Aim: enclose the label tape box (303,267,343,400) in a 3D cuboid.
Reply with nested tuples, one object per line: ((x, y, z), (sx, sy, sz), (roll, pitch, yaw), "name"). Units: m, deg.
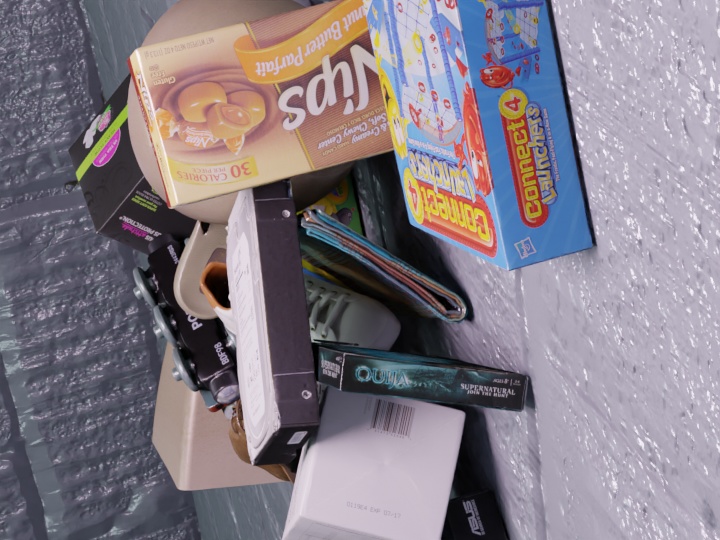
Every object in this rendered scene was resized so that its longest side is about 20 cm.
((-0.028, 0.103, 1.552), (0.144, 0.063, 0.200), (26, 141, 48), "label tape box")

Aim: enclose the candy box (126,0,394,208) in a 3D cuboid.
((-0.057, -0.125, 1.237), (0.055, 0.199, 0.116), (180, 75, -76), "candy box")

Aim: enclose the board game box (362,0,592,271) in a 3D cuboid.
((0.064, -0.115, 1.056), (0.200, 0.056, 0.196), (-149, 45, -72), "board game box")

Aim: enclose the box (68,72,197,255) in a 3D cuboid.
((-0.177, -0.128, 1.709), (0.124, 0.200, 0.149), (27, -157, -39), "box")

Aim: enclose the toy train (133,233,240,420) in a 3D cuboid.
((-0.149, 0.055, 1.642), (0.200, 0.085, 0.114), (61, -178, 34), "toy train")

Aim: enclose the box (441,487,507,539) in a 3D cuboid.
((0.094, 0.278, 1.426), (0.200, 0.043, 0.161), (119, 135, -72), "box")

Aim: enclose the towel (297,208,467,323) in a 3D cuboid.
((0.000, 0.000, 1.353), (0.146, 0.022, 0.200), (32, 172, -10), "towel")

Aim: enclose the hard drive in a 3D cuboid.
((-0.070, 0.038, 1.300), (0.140, 0.038, 0.201), (125, 141, -69), "hard drive")

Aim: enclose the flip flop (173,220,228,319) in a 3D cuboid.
((-0.113, -0.047, 1.487), (0.058, 0.081, 0.200), (-86, 18, -75), "flip flop")

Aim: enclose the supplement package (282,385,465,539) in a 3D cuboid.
((0.006, 0.170, 1.383), (0.200, 0.113, 0.110), (117, 166, -74), "supplement package")

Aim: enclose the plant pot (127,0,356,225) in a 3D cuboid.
((-0.069, -0.129, 1.376), (0.134, 0.200, 0.201), (13, 120, 50), "plant pot")

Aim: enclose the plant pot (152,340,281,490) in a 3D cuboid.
((-0.119, 0.120, 1.875), (0.200, 0.199, 0.178), (-146, 54, -71), "plant pot")

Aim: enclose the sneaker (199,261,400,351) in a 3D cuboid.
((-0.060, 0.033, 1.418), (0.200, 0.073, 0.085), (8, 151, 41), "sneaker")

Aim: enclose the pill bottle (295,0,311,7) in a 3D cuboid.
((-0.122, -0.163, 1.532), (0.111, 0.111, 0.200), (57, 135, 53), "pill bottle")

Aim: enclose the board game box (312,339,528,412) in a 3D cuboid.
((0.029, 0.075, 1.263), (0.200, 0.135, 0.028), (-175, 93, -76), "board game box")

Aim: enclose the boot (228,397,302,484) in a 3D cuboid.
((-0.087, 0.132, 1.476), (0.200, 0.075, 0.074), (75, -151, -59), "boot")

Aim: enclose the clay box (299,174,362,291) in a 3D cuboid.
((-0.036, -0.052, 1.586), (0.115, 0.047, 0.201), (-142, 39, -66), "clay box")
